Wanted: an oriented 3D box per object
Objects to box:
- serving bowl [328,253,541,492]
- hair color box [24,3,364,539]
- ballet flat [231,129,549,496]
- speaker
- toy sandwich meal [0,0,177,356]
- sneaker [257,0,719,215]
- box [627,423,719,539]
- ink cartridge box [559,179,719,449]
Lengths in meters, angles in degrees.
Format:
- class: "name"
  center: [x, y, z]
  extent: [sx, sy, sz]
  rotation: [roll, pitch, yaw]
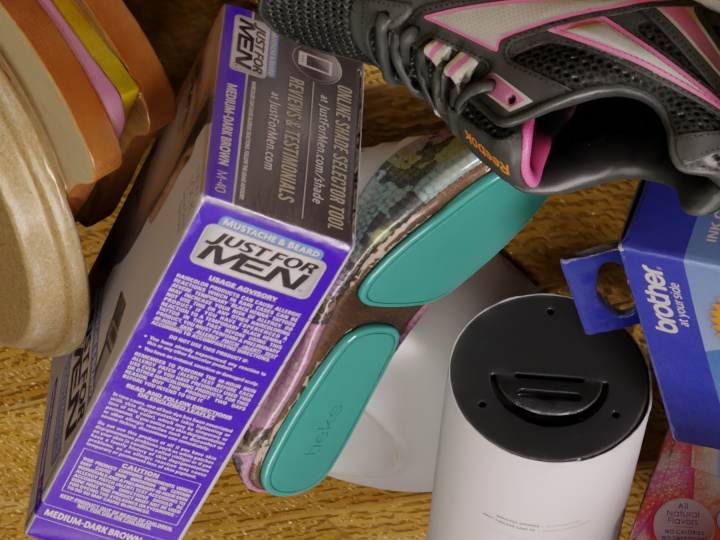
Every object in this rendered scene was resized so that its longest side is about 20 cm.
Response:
- class: "serving bowl"
  center: [-0.011, 0.039, 1.184]
  extent: [0.199, 0.066, 0.200]
  rotation: [19, 153, 10]
- class: "hair color box"
  center: [-0.065, 0.010, 1.053]
  extent: [0.065, 0.110, 0.200]
  rotation: [19, 132, -15]
- class: "ballet flat"
  center: [0.000, 0.000, 1.065]
  extent: [0.069, 0.071, 0.200]
  rotation: [1, 134, -47]
- class: "speaker"
  center: [0.068, 0.098, 1.124]
  extent: [0.081, 0.081, 0.200]
  rotation: [19, 145, 11]
- class: "toy sandwich meal"
  center: [-0.143, -0.061, 1.072]
  extent: [0.205, 0.070, 0.206]
  rotation: [44, 152, 31]
- class: "sneaker"
  center: [0.050, -0.072, 0.921]
  extent: [0.199, 0.087, 0.080]
  rotation: [11, 148, 26]
- class: "box"
  center: [0.163, 0.133, 1.176]
  extent: [0.102, 0.095, 0.200]
  rotation: [19, 152, 10]
- class: "ink cartridge box"
  center: [0.174, 0.012, 0.981]
  extent: [0.199, 0.077, 0.137]
  rotation: [12, 150, 25]
